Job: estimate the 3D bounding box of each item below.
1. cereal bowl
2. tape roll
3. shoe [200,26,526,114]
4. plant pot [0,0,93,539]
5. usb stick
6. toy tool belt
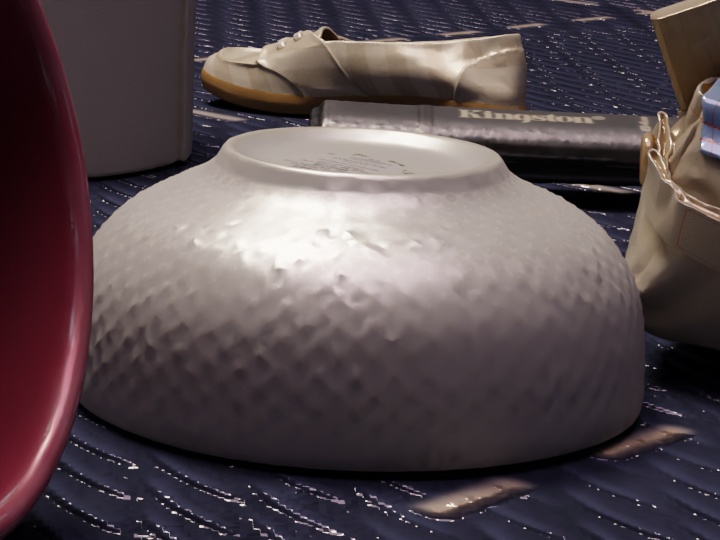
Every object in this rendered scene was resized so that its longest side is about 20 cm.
[{"bbox_3d":[0.000,0.000,0.797,0.199,0.084,0.200,3,13,-1],"label":"cereal bowl"},{"bbox_3d":[-0.184,-0.132,1.216,0.201,0.140,0.203,2,12,0],"label":"tape roll"},{"bbox_3d":[0.003,-0.119,1.384,0.199,0.054,0.070,6,13,16],"label":"shoe"},{"bbox_3d":[-0.192,-0.012,0.613,0.178,0.201,0.200,-10,8,20],"label":"plant pot"},{"bbox_3d":[0.073,-0.061,1.156,0.199,0.033,0.055,3,12,1],"label":"usb stick"},{"bbox_3d":[0.194,-0.027,0.833,0.199,0.124,0.125,9,10,11],"label":"toy tool belt"}]
